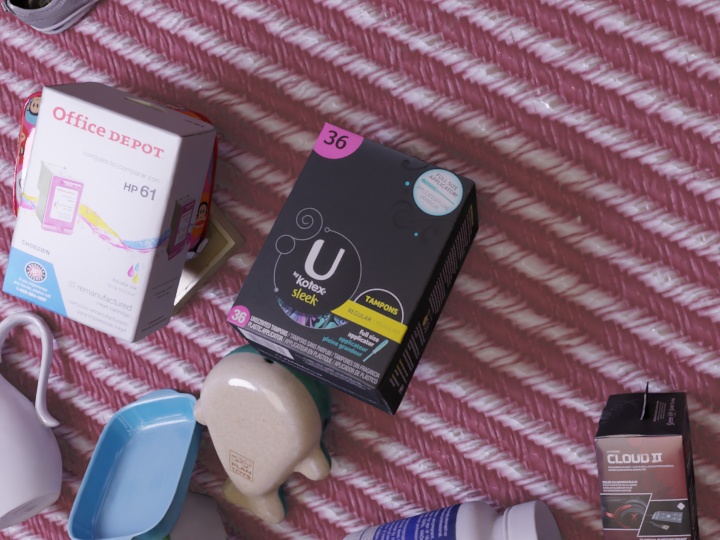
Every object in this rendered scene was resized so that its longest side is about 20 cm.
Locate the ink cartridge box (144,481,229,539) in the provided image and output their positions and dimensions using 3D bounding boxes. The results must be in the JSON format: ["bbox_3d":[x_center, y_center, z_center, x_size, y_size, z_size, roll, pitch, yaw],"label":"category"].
[{"bbox_3d":[-0.213,0.345,1.130,0.084,0.146,0.201,21,109,-32],"label":"ink cartridge box"}]

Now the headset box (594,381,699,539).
[{"bbox_3d":[0.251,0.200,0.956,0.074,0.149,0.202,-5,95,18],"label":"headset box"}]

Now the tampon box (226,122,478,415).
[{"bbox_3d":[0.000,0.000,0.989,0.149,0.126,0.201,22,77,14],"label":"tampon box"}]

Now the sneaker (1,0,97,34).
[{"bbox_3d":[-0.275,-0.309,1.101,0.200,0.082,0.075,-41,84,19],"label":"sneaker"}]

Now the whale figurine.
[{"bbox_3d":[-0.091,0.159,1.108,0.158,0.104,0.201,21,127,20],"label":"whale figurine"}]

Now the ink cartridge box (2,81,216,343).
[{"bbox_3d":[-0.231,-0.057,1.011,0.144,0.085,0.201,20,105,12],"label":"ink cartridge box"}]

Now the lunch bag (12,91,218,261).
[{"bbox_3d":[-0.245,-0.082,1.093,0.199,0.082,0.178,12,101,16],"label":"lunch bag"}]

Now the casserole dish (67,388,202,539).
[{"bbox_3d":[-0.221,0.207,1.119,0.120,0.201,0.039,-13,128,20],"label":"casserole dish"}]

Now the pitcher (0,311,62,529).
[{"bbox_3d":[-0.384,0.160,1.193,0.171,0.121,0.201,-32,75,5],"label":"pitcher"}]

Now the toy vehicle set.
[{"bbox_3d":[-0.226,-0.064,1.147,0.124,0.026,0.200,-42,83,19],"label":"toy vehicle set"}]

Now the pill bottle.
[{"bbox_3d":[0.088,0.284,1.039,0.199,0.120,0.120,-20,91,20],"label":"pill bottle"}]
